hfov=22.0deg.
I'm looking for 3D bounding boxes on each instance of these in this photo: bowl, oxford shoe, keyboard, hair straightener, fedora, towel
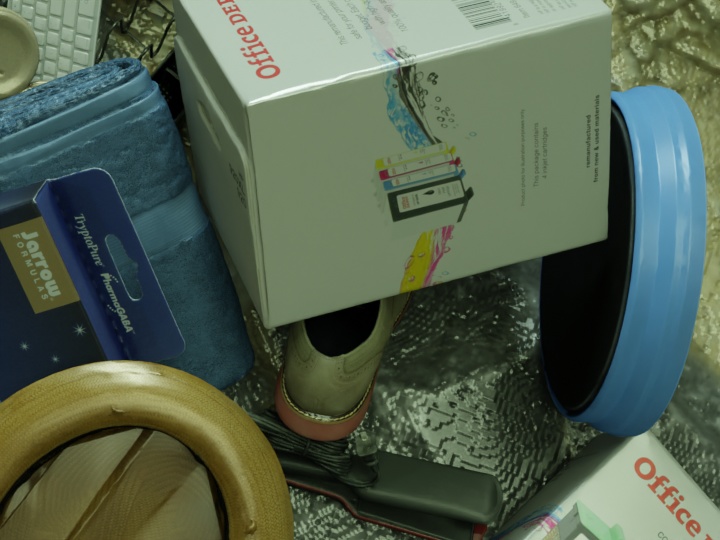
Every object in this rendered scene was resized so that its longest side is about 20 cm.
[{"bbox_3d":[0.144,-0.006,1.056,0.039,0.201,0.202,5,78,-9],"label":"bowl"},{"bbox_3d":[0.000,0.000,1.063,0.070,0.075,0.201,12,49,-3],"label":"oxford shoe"},{"bbox_3d":[-0.173,-0.132,1.034,0.056,0.011,0.201,18,115,18],"label":"keyboard"},{"bbox_3d":[-0.010,0.104,1.070,0.199,0.077,0.041,21,52,-3],"label":"hair straightener"},{"bbox_3d":[-0.133,0.143,0.989,0.200,0.082,0.202,0,92,-3],"label":"fedora"},{"bbox_3d":[-0.137,-0.012,1.031,0.111,0.049,0.201,-23,114,-10],"label":"towel"}]

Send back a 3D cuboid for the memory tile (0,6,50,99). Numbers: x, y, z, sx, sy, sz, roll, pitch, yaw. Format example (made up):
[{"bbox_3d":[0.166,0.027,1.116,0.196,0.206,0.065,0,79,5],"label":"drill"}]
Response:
[{"bbox_3d":[-0.206,-0.035,1.034,0.153,0.017,0.200,-34,115,-5],"label":"memory tile"}]

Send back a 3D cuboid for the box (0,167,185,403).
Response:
[{"bbox_3d":[-0.207,0.025,0.995,0.199,0.032,0.122,-16,114,14],"label":"box"}]

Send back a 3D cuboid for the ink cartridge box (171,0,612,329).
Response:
[{"bbox_3d":[0.015,-0.086,0.994,0.199,0.145,0.147,-14,37,-13],"label":"ink cartridge box"}]

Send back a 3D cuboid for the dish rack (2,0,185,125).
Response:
[{"bbox_3d":[-0.173,-0.162,1.100,0.200,0.055,0.154,39,73,-1],"label":"dish rack"}]

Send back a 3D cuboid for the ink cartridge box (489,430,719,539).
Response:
[{"bbox_3d":[0.132,0.208,1.071,0.200,0.084,0.145,-41,89,-16],"label":"ink cartridge box"}]
